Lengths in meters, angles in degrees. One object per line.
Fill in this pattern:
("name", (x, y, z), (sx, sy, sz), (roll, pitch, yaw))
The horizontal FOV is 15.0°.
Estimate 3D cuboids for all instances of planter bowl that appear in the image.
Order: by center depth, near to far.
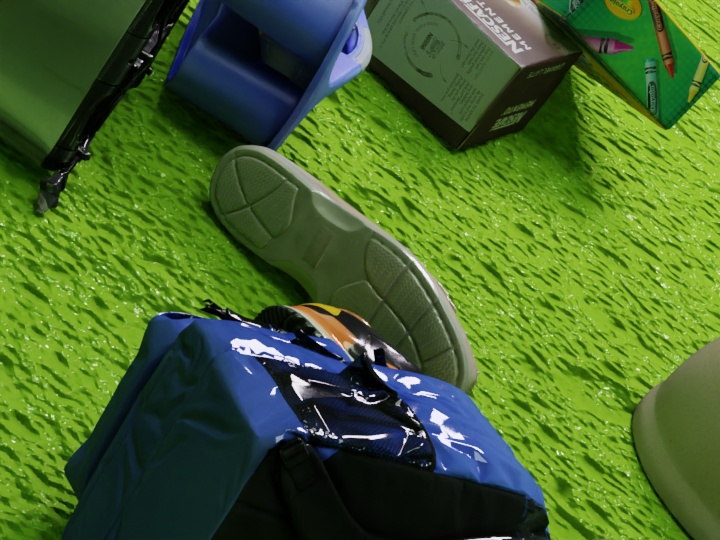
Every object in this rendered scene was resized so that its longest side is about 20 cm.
("planter bowl", (0.286, 0.102, 1.673), (0.200, 0.135, 0.200), (29, 29, -18))

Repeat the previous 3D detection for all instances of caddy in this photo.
("caddy", (-0.039, -0.155, 1.663), (0.105, 0.142, 0.200), (28, 28, -9))

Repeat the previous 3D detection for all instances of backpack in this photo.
("backpack", (-0.020, 0.106, 1.256), (0.199, 0.163, 0.168), (16, 31, -36))

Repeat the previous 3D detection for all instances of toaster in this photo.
("toaster", (-0.150, -0.165, 1.502), (0.118, 0.181, 0.200), (33, 26, -5))

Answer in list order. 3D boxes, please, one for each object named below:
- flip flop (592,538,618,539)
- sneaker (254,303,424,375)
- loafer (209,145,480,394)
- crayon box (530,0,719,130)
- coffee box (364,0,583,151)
("flip flop", (0.182, 0.214, 1.441), (0.200, 0.081, 0.058), (35, 10, -11))
("sneaker", (0.027, 0.089, 1.440), (0.200, 0.070, 0.090), (48, 31, 22))
("loafer", (0.000, 0.000, 1.554), (0.200, 0.072, 0.063), (45, 20, 18))
("crayon box", (0.167, -0.183, 1.957), (0.119, 0.058, 0.200), (44, 2, -24))
("coffee box", (0.041, -0.183, 1.873), (0.200, 0.080, 0.114), (45, 27, 13))
